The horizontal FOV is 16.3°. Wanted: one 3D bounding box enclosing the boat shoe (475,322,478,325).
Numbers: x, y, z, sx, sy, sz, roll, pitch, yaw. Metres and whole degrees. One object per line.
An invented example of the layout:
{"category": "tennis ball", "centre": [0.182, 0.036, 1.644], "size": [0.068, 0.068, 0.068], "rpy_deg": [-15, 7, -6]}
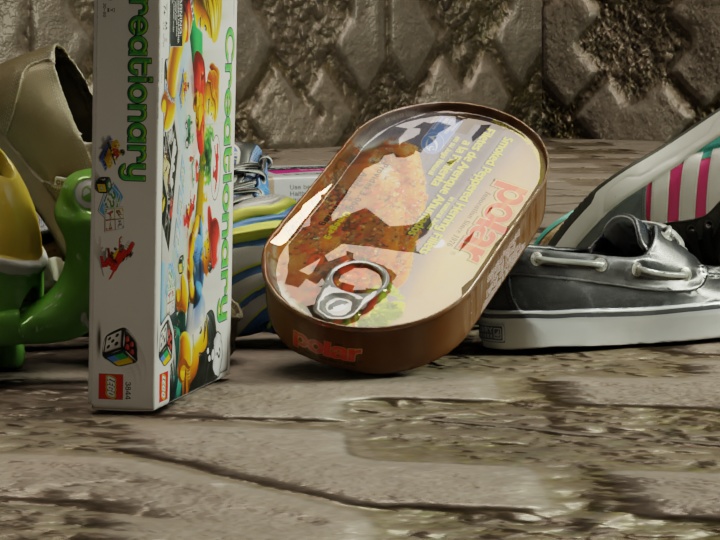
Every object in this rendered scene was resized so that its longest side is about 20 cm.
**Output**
{"category": "boat shoe", "centre": [-0.001, 0.002, 1.459], "size": [0.201, 0.063, 0.074], "rpy_deg": [-2, 46, 17]}

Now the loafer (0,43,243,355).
{"category": "loafer", "centre": [-0.127, -0.037, 1.300], "size": [0.067, 0.200, 0.076], "rpy_deg": [-44, -4, 14]}

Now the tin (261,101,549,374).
{"category": "tin", "centre": [0.026, -0.019, 1.297], "size": [0.112, 0.042, 0.200], "rpy_deg": [12, 40, 24]}

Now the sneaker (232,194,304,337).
{"category": "sneaker", "centre": [-0.010, 0.003, 1.357], "size": [0.200, 0.076, 0.105], "rpy_deg": [-26, 44, -12]}

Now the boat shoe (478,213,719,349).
{"category": "boat shoe", "centre": [0.152, 0.003, 1.373], "size": [0.199, 0.068, 0.072], "rpy_deg": [-3, 6, -27]}

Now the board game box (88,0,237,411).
{"category": "board game box", "centre": [-0.091, -0.042, 1.172], "size": [0.034, 0.201, 0.126], "rpy_deg": [3, 6, 12]}

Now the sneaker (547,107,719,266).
{"category": "sneaker", "centre": [0.210, -0.012, 1.485], "size": [0.200, 0.121, 0.084], "rpy_deg": [-36, -37, 9]}

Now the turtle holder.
{"category": "turtle holder", "centre": [-0.214, -0.012, 1.231], "size": [0.185, 0.132, 0.141], "rpy_deg": [3, 6, 38]}

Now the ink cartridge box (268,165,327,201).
{"category": "ink cartridge box", "centre": [-0.006, -0.037, 1.810], "size": [0.199, 0.075, 0.165], "rpy_deg": [-1, 4, -15]}

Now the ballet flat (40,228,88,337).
{"category": "ballet flat", "centre": [-0.158, 0.006, 1.367], "size": [0.199, 0.068, 0.068], "rpy_deg": [-14, -2, -17]}

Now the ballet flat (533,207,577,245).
{"category": "ballet flat", "centre": [0.201, -0.022, 1.630], "size": [0.200, 0.071, 0.065], "rpy_deg": [-21, 52, -31]}

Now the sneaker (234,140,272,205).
{"category": "sneaker", "centre": [-0.092, -0.035, 1.632], "size": [0.078, 0.089, 0.200], "rpy_deg": [-3, 20, -21]}

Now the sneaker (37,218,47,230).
{"category": "sneaker", "centre": [-0.184, 0.002, 1.435], "size": [0.199, 0.076, 0.114], "rpy_deg": [-2, 8, 19]}
